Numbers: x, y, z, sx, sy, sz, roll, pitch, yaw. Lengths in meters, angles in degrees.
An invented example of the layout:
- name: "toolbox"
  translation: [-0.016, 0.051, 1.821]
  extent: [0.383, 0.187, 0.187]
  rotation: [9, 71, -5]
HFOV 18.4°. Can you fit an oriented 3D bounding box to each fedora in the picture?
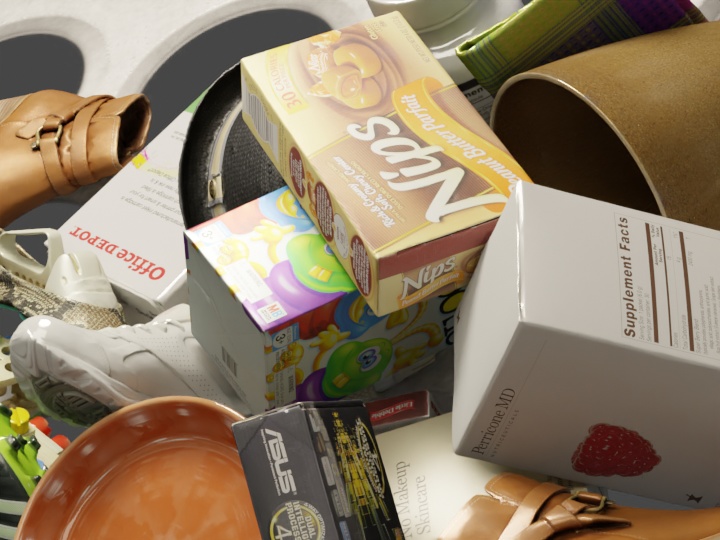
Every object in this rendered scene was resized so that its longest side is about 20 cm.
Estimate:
- name: "fedora"
  translation: [-0.029, -0.066, 1.540]
  extent: [0.201, 0.201, 0.092]
  rotation: [-47, 7, -21]

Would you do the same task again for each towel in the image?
- name: "towel"
  translation: [0.162, -0.141, 1.497]
  extent: [0.144, 0.200, 0.023]
  rotation: [-38, 53, 13]

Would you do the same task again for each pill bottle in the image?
- name: "pill bottle"
  translation: [0.074, -0.139, 1.556]
  extent: [0.111, 0.200, 0.111]
  rotation: [-16, 41, 14]

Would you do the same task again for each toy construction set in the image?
- name: "toy construction set"
  translation: [-0.222, 0.111, 1.559]
  extent: [0.200, 0.092, 0.131]
  rotation: [20, 34, 34]

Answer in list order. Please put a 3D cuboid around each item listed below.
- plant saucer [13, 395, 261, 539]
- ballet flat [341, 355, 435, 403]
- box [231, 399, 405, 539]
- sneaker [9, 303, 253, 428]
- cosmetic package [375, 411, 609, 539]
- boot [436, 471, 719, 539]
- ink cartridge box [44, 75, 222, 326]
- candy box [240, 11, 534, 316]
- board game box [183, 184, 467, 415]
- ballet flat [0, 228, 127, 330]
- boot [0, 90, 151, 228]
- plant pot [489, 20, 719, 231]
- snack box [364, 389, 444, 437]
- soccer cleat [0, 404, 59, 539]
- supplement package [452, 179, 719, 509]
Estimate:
- name: "plant saucer"
  translation: [-0.125, 0.174, 1.360]
  extent: [0.200, 0.032, 0.200]
  rotation: [-13, 60, 24]
- name: "ballet flat"
  translation: [0.038, 0.028, 1.509]
  extent: [0.062, 0.067, 0.200]
  rotation: [21, 60, 31]
- name: "box"
  translation: [-0.007, 0.172, 1.237]
  extent: [0.049, 0.161, 0.200]
  rotation: [-17, 83, 13]
- name: "sneaker"
  translation: [-0.146, 0.062, 1.467]
  extent: [0.078, 0.200, 0.099]
  rotation: [-10, 59, 42]
- name: "cosmetic package"
  translation: [0.050, 0.150, 1.366]
  extent: [0.200, 0.073, 0.104]
  rotation: [-18, 42, 11]
- name: "boot"
  translation: [0.149, 0.147, 1.246]
  extent: [0.155, 0.074, 0.200]
  rotation: [19, 23, 32]
- name: "ink cartridge box"
  translation: [-0.109, -0.037, 1.644]
  extent: [0.145, 0.084, 0.200]
  rotation: [24, 61, 43]
- name: "candy box"
  translation: [0.017, -0.071, 1.385]
  extent: [0.115, 0.055, 0.200]
  rotation: [-20, 50, -18]
- name: "board game box"
  translation: [0.000, 0.000, 1.429]
  extent: [0.200, 0.103, 0.105]
  rotation: [-25, 52, -21]
- name: "ballet flat"
  translation: [-0.222, 0.010, 1.584]
  extent: [0.200, 0.068, 0.075]
  rotation: [24, 101, 44]
- name: "boot"
  translation: [-0.259, -0.073, 1.769]
  extent: [0.155, 0.074, 0.200]
  rotation: [-3, 49, 21]
- name: "plant pot"
  translation: [0.218, -0.086, 1.457]
  extent: [0.200, 0.186, 0.186]
  rotation: [-30, 38, -23]
- name: "snack box"
  translation: [-0.037, 0.125, 1.440]
  extent: [0.200, 0.072, 0.024]
  rotation: [-13, 47, 17]
- name: "soccer cleat"
  translation: [-0.227, 0.170, 1.449]
  extent: [0.081, 0.068, 0.200]
  rotation: [-34, 76, 5]
- name: "supplement package"
  translation: [0.165, 0.050, 1.295]
  extent: [0.200, 0.121, 0.120]
  rotation: [13, 44, -10]
